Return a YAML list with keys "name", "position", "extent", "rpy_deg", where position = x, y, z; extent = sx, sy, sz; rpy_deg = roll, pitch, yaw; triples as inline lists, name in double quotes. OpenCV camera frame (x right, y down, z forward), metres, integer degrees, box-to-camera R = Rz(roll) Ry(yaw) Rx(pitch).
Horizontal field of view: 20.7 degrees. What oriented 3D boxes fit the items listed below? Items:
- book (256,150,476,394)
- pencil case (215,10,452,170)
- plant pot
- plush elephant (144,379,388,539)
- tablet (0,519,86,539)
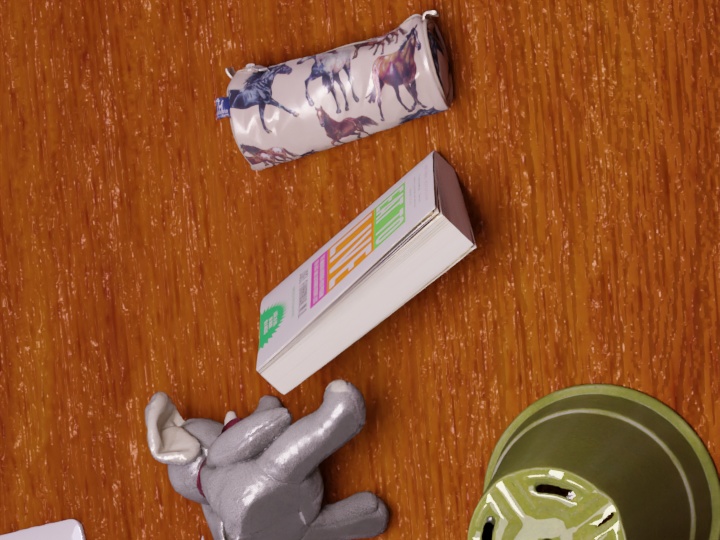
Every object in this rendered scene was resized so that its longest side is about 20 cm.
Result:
- name: "book"
  position: [0.000, 0.000, 1.598]
  extent: [0.200, 0.134, 0.048]
  rpy_deg: [-41, 111, 17]
- name: "pencil case"
  position: [-0.017, -0.150, 1.618]
  extent: [0.200, 0.078, 0.090]
  rpy_deg: [-16, 103, 20]
- name: "plant pot"
  position: [0.167, 0.197, 1.517]
  extent: [0.200, 0.190, 0.201]
  rpy_deg: [1, 94, 18]
- name: "plush elephant"
  position: [-0.094, 0.165, 1.640]
  extent: [0.200, 0.165, 0.155]
  rpy_deg: [-31, 41, -12]
- name: "tablet"
  position: [-0.326, 0.308, 1.792]
  extent: [0.200, 0.014, 0.130]
  rpy_deg: [-15, 88, 19]
